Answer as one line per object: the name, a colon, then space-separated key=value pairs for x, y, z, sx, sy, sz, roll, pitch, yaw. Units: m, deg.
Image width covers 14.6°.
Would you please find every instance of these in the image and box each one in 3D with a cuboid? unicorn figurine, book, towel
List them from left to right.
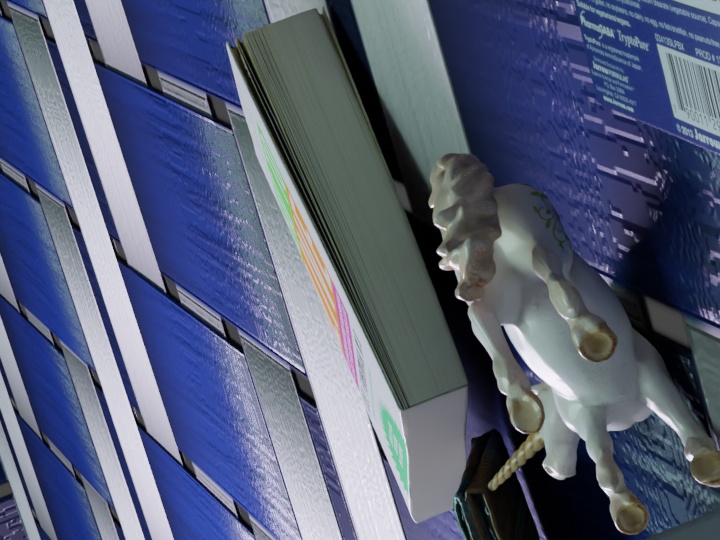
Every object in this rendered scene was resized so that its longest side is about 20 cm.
book: x=0.000 y=0.000 z=1.281 sx=0.134 sy=0.048 sz=0.201 roll=85 pitch=163 yaw=-63
towel: x=0.081 y=0.174 z=1.192 sx=0.147 sy=0.022 sz=0.201 roll=-48 pitch=-62 yaw=-82
unicorn figurine: x=0.075 y=0.033 z=1.008 sx=0.138 sy=0.073 sz=0.201 roll=-116 pitch=5 yaw=-54

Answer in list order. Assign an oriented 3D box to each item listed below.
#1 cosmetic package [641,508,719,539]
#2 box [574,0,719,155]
cosmetic package: x=0.120 y=0.158 z=0.763 sx=0.200 sy=0.199 sz=0.123 roll=90 pitch=157 yaw=-53
box: x=0.084 y=-0.135 z=0.826 sx=0.121 sy=0.032 sz=0.201 roll=35 pitch=145 yaw=65
